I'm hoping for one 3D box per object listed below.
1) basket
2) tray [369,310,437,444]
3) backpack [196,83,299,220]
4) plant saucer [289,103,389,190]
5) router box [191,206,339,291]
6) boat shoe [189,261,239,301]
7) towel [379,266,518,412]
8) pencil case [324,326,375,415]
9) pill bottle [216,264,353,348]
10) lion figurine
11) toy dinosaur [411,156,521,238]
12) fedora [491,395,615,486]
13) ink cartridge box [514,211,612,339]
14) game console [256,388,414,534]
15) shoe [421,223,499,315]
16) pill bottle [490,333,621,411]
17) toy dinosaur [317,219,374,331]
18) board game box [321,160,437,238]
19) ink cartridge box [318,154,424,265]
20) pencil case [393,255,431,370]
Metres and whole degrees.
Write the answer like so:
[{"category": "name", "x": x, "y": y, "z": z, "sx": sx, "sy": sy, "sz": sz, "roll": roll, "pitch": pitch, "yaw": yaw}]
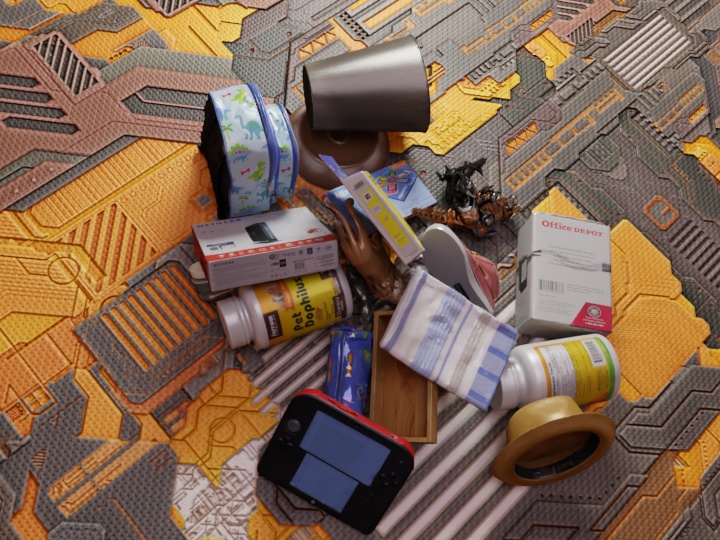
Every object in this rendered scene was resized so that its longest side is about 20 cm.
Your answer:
[{"category": "basket", "x": 0.005, "y": -0.316, "z": 1.277, "sx": 0.199, "sy": 0.136, "sz": 0.181, "roll": -8, "pitch": 75, "yaw": -9}, {"category": "tray", "x": 0.068, "y": 0.162, "z": 1.121, "sx": 0.098, "sy": 0.037, "sz": 0.201, "roll": -5, "pitch": 70, "yaw": 23}, {"category": "backpack", "x": -0.183, "y": -0.202, "z": 1.196, "sx": 0.146, "sy": 0.200, "sz": 0.184, "roll": -15, "pitch": 70, "yaw": -15}, {"category": "plant saucer", "x": -0.041, "y": -0.241, "z": 1.327, "sx": 0.199, "sy": 0.037, "sz": 0.202, "roll": 3, "pitch": 68, "yaw": -8}, {"category": "router box", "x": -0.155, "y": -0.039, "z": 1.151, "sx": 0.199, "sy": 0.180, "sz": 0.049, "roll": -11, "pitch": 114, "yaw": -18}, {"category": "boat shoe", "x": -0.179, "y": 0.002, "z": 1.202, "sx": 0.199, "sy": 0.073, "sz": 0.062, "roll": -13, "pitch": 114, "yaw": -22}, {"category": "towel", "x": 0.137, "y": 0.102, "z": 1.100, "sx": 0.199, "sy": 0.024, "sz": 0.147, "roll": 33, "pitch": 67, "yaw": -9}, {"category": "pencil case", "x": -0.022, "y": 0.184, "z": 1.131, "sx": 0.078, "sy": 0.087, "sz": 0.201, "roll": 2, "pitch": 66, "yaw": 10}, {"category": "pill bottle", "x": -0.120, "y": 0.055, "z": 1.152, "sx": 0.199, "sy": 0.109, "sz": 0.110, "roll": -19, "pitch": 72, "yaw": -16}, {"category": "lion figurine", "x": 0.011, "y": -0.020, "z": 1.118, "sx": 0.072, "sy": 0.200, "sz": 0.123, "roll": -31, "pitch": 54, "yaw": 20}, {"category": "toy dinosaur", "x": 0.191, "y": -0.121, "z": 1.290, "sx": 0.199, "sy": 0.102, "sz": 0.137, "roll": -9, "pitch": 88, "yaw": -40}, {"category": "fedora", "x": 0.286, "y": 0.252, "z": 1.113, "sx": 0.199, "sy": 0.201, "sz": 0.082, "roll": -4, "pitch": 47, "yaw": -11}, {"category": "ink cartridge box", "x": 0.351, "y": 0.014, "z": 1.265, "sx": 0.144, "sy": 0.083, "sz": 0.201, "roll": 10, "pitch": 66, "yaw": -5}, {"category": "game console", "x": -0.036, "y": 0.279, "z": 1.060, "sx": 0.199, "sy": 0.031, "sz": 0.177, "roll": 29, "pitch": 111, "yaw": 3}, {"category": "shoe", "x": 0.168, "y": -0.007, "z": 1.205, "sx": 0.201, "sy": 0.071, "sz": 0.091, "roll": 58, "pitch": 35, "yaw": -21}, {"category": "pill bottle", "x": 0.304, "y": 0.170, "z": 1.178, "sx": 0.199, "sy": 0.111, "sz": 0.112, "roll": -7, "pitch": 69, "yaw": -12}, {"category": "toy dinosaur", "x": 0.000, "y": 0.000, "z": 1.208, "sx": 0.088, "sy": 0.047, "sz": 0.201, "roll": -7, "pitch": 69, "yaw": -54}, {"category": "board game box", "x": 0.036, "y": -0.122, "z": 1.269, "sx": 0.199, "sy": 0.019, "sz": 0.103, "roll": -27, "pitch": 76, "yaw": -37}, {"category": "ink cartridge box", "x": 0.021, "y": -0.108, "z": 1.123, "sx": 0.047, "sy": 0.198, "sz": 0.200, "roll": -35, "pitch": 95, "yaw": 7}, {"category": "pencil case", "x": 0.101, "y": 0.073, "z": 1.199, "sx": 0.089, "sy": 0.078, "sz": 0.201, "roll": 10, "pitch": 64, "yaw": -37}]
